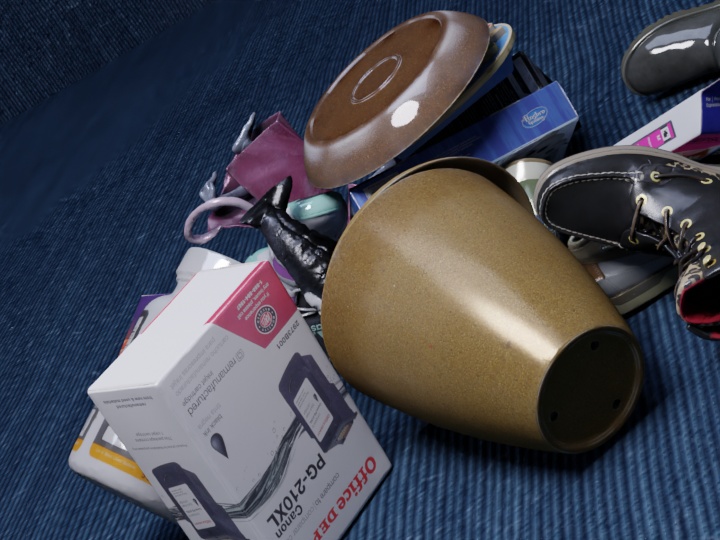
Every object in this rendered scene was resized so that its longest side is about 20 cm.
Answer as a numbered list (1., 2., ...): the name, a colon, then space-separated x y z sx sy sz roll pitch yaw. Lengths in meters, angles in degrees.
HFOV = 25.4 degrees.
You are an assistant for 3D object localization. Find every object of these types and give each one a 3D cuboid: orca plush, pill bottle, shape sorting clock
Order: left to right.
1. pill bottle: -0.138 0.091 1.265 0.116 0.116 0.201 5 66 59
2. orca plush: 0.000 0.000 1.292 0.105 0.200 0.071 -22 -18 -51
3. shape sorting clock: 0.050 -0.149 1.377 0.200 0.039 0.200 -33 15 10

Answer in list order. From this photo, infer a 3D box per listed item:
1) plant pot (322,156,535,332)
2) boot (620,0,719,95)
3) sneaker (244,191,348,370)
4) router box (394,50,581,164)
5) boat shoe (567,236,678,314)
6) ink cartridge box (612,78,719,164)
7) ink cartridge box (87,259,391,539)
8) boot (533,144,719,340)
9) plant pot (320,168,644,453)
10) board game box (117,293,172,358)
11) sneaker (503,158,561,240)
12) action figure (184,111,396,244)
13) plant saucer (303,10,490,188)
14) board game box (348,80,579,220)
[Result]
1. plant pot: 0.050 0.004 1.225 0.200 0.200 0.027 -38 39 -14
2. boot: 0.332 -0.184 1.440 0.181 0.073 0.200 -30 27 14
3. sneaker: -0.038 0.022 1.413 0.077 0.140 0.200 -16 -15 -18
4. router box: 0.119 -0.129 1.493 0.149 0.051 0.200 -32 -12 13
5. boat shoe: 0.250 -0.046 1.226 0.200 0.069 0.075 -35 18 -9
6. ink cartridge box: 0.264 -0.105 1.250 0.094 0.037 0.200 -7 -16 -29
7. ink cartridge box: -0.082 0.117 1.165 0.084 0.200 0.145 -9 31 43
8. boot: 0.223 -0.019 1.116 0.199 0.073 0.151 8 31 -1
9. plant pot: 0.101 0.047 1.126 0.186 0.187 0.200 -38 36 -14
10. board game box: -0.154 0.103 1.416 0.200 0.057 0.166 -5 62 52
11. sneaker: 0.100 -0.007 1.360 0.200 0.067 0.090 -41 47 40
12. action figure: -0.043 -0.058 1.520 0.134 0.200 0.149 -49 10 45
13. plant saucer: 0.021 -0.151 1.339 0.200 0.032 0.200 -37 24 20
14. board game box: 0.086 -0.075 1.407 0.199 0.043 0.199 -27 -12 -6
